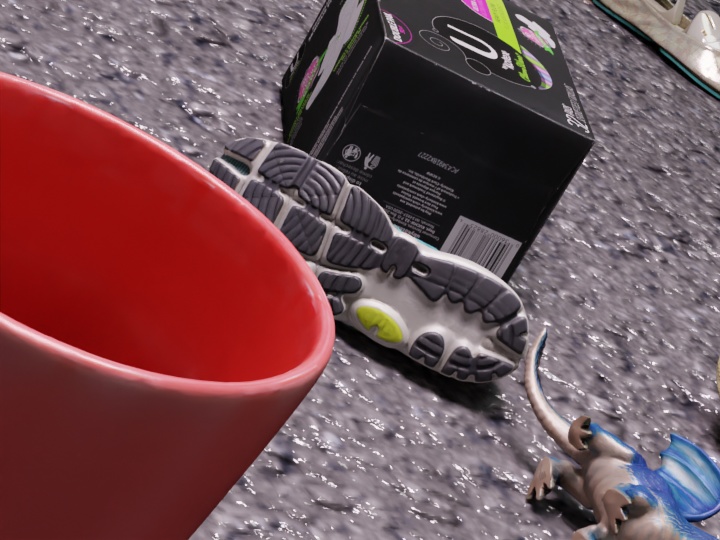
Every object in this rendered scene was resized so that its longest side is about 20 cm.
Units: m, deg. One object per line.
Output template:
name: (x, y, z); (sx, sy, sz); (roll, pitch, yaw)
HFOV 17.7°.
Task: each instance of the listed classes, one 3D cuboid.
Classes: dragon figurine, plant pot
dragon figurine: (0.145, 0.115, 1.176); (0.099, 0.059, 0.200); (16, 26, -32)
plant pot: (-0.132, 0.051, 0.798); (0.200, 0.177, 0.200); (25, 21, -11)

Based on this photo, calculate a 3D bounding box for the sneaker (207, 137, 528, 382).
sneaker: (0.000, 0.000, 1.261); (0.200, 0.078, 0.080); (34, 2, -3)

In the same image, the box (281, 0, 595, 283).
box: (0.043, -0.101, 1.441); (0.149, 0.124, 0.200); (24, 23, -16)

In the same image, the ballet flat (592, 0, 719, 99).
ballet flat: (0.294, -0.227, 2.132); (0.200, 0.062, 0.067); (41, 24, 26)

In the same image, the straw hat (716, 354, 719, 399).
straw hat: (0.257, 0.072, 1.374); (0.085, 0.201, 0.201); (-10, 19, 10)
